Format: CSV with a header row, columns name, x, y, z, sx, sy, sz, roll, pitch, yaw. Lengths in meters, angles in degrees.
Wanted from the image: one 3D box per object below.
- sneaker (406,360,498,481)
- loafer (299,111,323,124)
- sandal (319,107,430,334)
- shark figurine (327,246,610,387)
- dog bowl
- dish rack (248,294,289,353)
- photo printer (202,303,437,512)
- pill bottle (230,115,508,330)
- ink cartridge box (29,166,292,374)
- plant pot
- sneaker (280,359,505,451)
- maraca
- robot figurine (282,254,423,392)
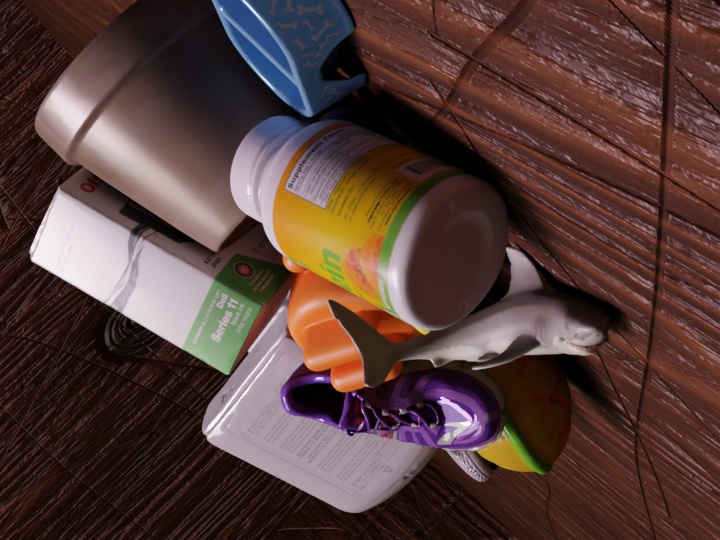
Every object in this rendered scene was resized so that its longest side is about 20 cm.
name,x,y,z,sx,sy,sz,roll,pitch,yaw
sneaker,0.108,0.109,1.480,0.200,0.114,0.075,56,-173,37
loafer,-0.087,-0.144,1.331,0.070,0.070,0.200,39,177,-23
sandal,0.039,-0.049,1.155,0.200,0.079,0.087,53,137,3
shark figurine,0.095,0.030,1.098,0.128,0.214,0.090,-5,-93,-62
dog bowl,-0.055,-0.172,1.031,0.111,0.050,0.200,44,174,14
dish rack,-0.046,0.096,1.461,0.171,0.044,0.200,1,134,42
photo printer,-0.024,0.137,1.384,0.200,0.167,0.070,29,-148,-16
pill bottle,-0.001,-0.044,1.060,0.200,0.111,0.111,28,163,39
ink cartridge box,-0.160,-0.019,1.268,0.200,0.083,0.147,29,-150,2
plant pot,-0.132,-0.117,1.193,0.174,0.200,0.200,47,174,2
sneaker,0.024,0.120,1.245,0.199,0.081,0.083,4,-165,23
maraca,0.119,0.090,1.306,0.200,0.107,0.137,61,-170,4
robot figurine,-0.001,-0.001,1.233,0.143,0.201,0.117,13,144,-11
